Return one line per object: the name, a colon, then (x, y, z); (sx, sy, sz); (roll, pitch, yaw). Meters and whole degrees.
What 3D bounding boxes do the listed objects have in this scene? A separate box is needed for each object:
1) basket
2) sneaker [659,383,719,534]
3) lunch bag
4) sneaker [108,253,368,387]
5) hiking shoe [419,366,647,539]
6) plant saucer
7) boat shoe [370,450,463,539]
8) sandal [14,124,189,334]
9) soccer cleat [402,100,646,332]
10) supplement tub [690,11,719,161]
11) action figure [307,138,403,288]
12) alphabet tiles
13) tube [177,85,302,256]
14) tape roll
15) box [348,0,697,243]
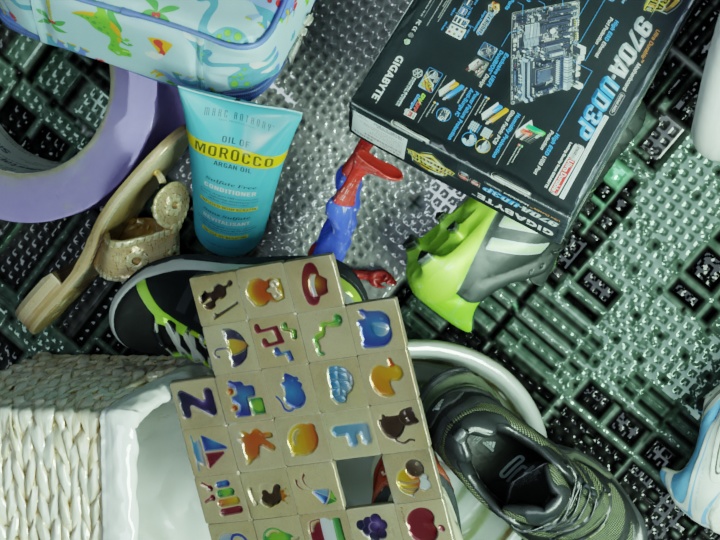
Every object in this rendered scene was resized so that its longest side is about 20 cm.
basket: (-0.185, 0.166, 1.209); (0.161, 0.198, 0.200); (1, 99, 17)
sneaker: (0.268, 0.078, 1.157); (0.072, 0.072, 0.200); (37, 99, 33)
lunch bag: (-0.123, -0.204, 1.117); (0.200, 0.082, 0.161); (17, 64, 7)
sneaker: (-0.090, 0.037, 1.155); (0.200, 0.083, 0.072); (-8, 132, 27)
hiking shoe: (0.117, 0.150, 1.148); (0.200, 0.101, 0.076); (36, 102, -20)
plant saucer: (0.028, 0.133, 1.206); (0.200, 0.050, 0.200); (-3, 111, -9)
boat shoe: (0.047, 0.209, 1.178); (0.071, 0.063, 0.200); (-14, 117, -7)
sandal: (-0.158, -0.011, 1.231); (0.070, 0.078, 0.212); (46, 120, 2)
soccer cleat: (0.119, -0.042, 1.178); (0.200, 0.068, 0.081); (-41, 119, 7)
supplement tub: (0.315, -0.117, 1.076); (0.200, 0.140, 0.140); (14, 101, 11)
action figure: (0.000, 0.000, 1.195); (0.099, 0.065, 0.200); (27, 129, -8)
alphabet tiles: (-0.040, 0.091, 1.112); (0.167, 0.008, 0.200); (-9, 102, 21)
tube: (-0.082, -0.069, 1.150); (0.077, 0.200, 0.050); (8, 68, -3)
tape roll: (-0.222, -0.137, 1.228); (0.200, 0.085, 0.200); (2, 100, 13)
box: (0.108, -0.141, 1.123); (0.159, 0.046, 0.200); (28, 73, 8)
